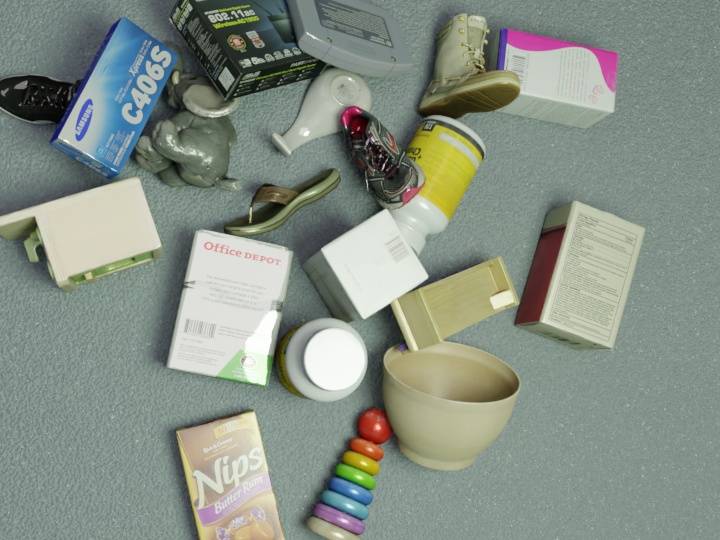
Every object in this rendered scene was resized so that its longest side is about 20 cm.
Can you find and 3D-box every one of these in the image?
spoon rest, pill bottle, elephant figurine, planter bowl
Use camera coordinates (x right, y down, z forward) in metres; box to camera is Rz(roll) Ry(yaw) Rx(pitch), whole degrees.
[{"bbox_3d":[-0.063,-0.240,1.350,0.200,0.061,0.099,-43,95,-26],"label":"spoon rest"},{"bbox_3d":[0.100,-0.126,1.335,0.112,0.112,0.201,31,78,-7],"label":"pill bottle"},{"bbox_3d":[-0.054,0.124,1.221,0.111,0.200,0.113,1,83,-12],"label":"pill bottle"},{"bbox_3d":[-0.233,-0.226,1.276,0.155,0.141,0.201,41,58,-34],"label":"elephant figurine"},{"bbox_3d":[0.122,0.204,1.277,0.199,0.200,0.135,4,109,-12],"label":"planter bowl"}]

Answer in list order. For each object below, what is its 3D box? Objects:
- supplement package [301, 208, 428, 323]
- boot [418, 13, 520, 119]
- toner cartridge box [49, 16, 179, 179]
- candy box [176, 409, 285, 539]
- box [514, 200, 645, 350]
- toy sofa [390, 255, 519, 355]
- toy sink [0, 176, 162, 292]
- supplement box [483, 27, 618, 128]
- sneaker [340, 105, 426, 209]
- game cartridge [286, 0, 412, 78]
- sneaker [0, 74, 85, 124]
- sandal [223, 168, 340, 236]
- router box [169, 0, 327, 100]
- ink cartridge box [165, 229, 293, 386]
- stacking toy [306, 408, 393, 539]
[{"bbox_3d":[0.000,0.000,1.254,0.109,0.200,0.114,-32,92,-13],"label":"supplement package"},{"bbox_3d":[0.173,-0.318,1.334,0.072,0.200,0.155,20,77,-32],"label":"boot"},{"bbox_3d":[-0.332,-0.235,1.196,0.095,0.043,0.201,31,68,-29],"label":"toner cartridge box"},{"bbox_3d":[-0.186,0.311,1.255,0.116,0.056,0.201,-13,85,-12],"label":"candy box"},{"bbox_3d":[0.341,0.011,1.373,0.127,0.109,0.201,20,80,-9],"label":"box"},{"bbox_3d":[0.132,0.050,1.296,0.199,0.097,0.083,-20,87,-41],"label":"toy sofa"},{"bbox_3d":[-0.384,-0.039,1.214,0.199,0.130,0.113,-18,88,-14],"label":"toy sink"},{"bbox_3d":[0.297,-0.304,1.403,0.199,0.103,0.102,9,81,-10],"label":"supplement box"},{"bbox_3d":[0.024,-0.164,1.284,0.081,0.200,0.075,-40,138,6],"label":"sneaker"},{"bbox_3d":[-0.017,-0.356,1.318,0.199,0.042,0.134,7,59,-35],"label":"game cartridge"},{"bbox_3d":[-0.422,-0.247,1.237,0.199,0.112,0.073,12,80,-11],"label":"sneaker"},{"bbox_3d":[-0.121,-0.109,1.302,0.201,0.080,0.058,-34,115,-22],"label":"sandal"},{"bbox_3d":[-0.153,-0.341,1.275,0.200,0.062,0.150,-27,77,-43],"label":"router box"},{"bbox_3d":[-0.188,0.056,1.267,0.145,0.084,0.201,13,81,-10],"label":"ink cartridge box"},{"bbox_3d":[-0.003,0.299,1.286,0.085,0.085,0.201,27,75,-8],"label":"stacking toy"}]
